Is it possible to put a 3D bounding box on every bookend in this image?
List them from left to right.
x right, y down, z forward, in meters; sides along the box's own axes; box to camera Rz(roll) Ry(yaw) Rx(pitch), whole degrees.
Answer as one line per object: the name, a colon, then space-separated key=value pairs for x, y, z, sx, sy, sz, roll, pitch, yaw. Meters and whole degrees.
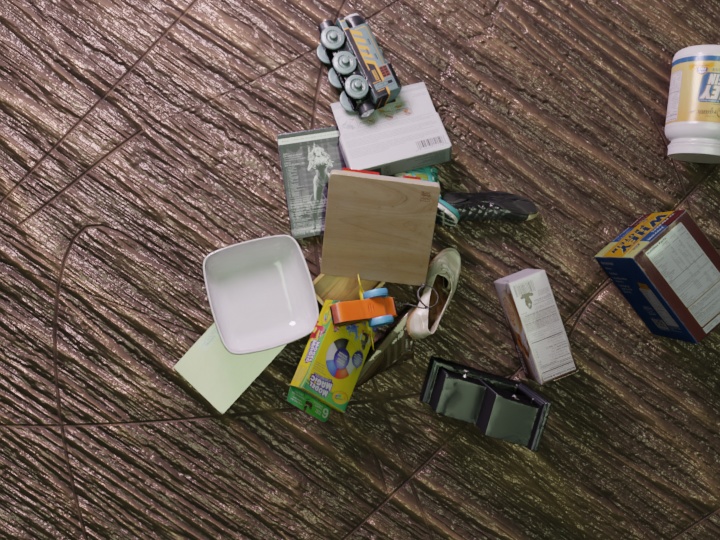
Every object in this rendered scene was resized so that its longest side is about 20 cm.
bookend: x=0.226 y=0.244 z=1.631 sx=0.197 sy=0.199 sz=0.094 roll=16 pitch=92 yaw=-4

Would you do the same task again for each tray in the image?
tray: x=0.000 y=0.000 z=1.690 sx=0.200 sy=0.037 sz=0.099 roll=-43 pitch=94 yaw=-2

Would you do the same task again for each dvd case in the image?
dvd case: x=-0.075 y=-0.171 z=1.690 sx=0.146 sy=0.016 sz=0.204 roll=-9 pitch=92 yaw=-4

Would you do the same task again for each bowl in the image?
bowl: x=-0.189 y=0.049 z=1.634 sx=0.197 sy=0.075 sz=0.203 roll=-15 pitch=83 yaw=-19

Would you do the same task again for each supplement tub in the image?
supplement tub: x=0.663 y=-0.316 z=1.681 sx=0.142 sy=0.145 sz=0.204 roll=6 pitch=91 yaw=-5

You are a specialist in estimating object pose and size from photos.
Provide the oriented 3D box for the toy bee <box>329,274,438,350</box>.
toy bee: x=0.029 y=0.082 z=1.606 sx=0.197 sy=0.109 sz=0.133 roll=14 pitch=71 yaw=-17

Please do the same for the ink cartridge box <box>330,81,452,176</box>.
ink cartridge box: x=0.055 y=-0.263 z=1.667 sx=0.197 sy=0.044 sz=0.176 roll=-14 pitch=56 yaw=-6

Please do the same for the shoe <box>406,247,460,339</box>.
shoe: x=0.151 y=0.042 z=1.666 sx=0.070 sy=0.053 sz=0.202 roll=35 pitch=65 yaw=-20

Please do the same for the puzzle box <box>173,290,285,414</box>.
puzzle box: x=-0.243 y=0.156 z=1.679 sx=0.133 sy=0.025 sz=0.200 roll=44 pitch=88 yaw=-4

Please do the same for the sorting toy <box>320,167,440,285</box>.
sorting toy: x=0.034 y=-0.086 z=1.605 sx=0.196 sy=0.070 sz=0.202 roll=7 pitch=118 yaw=-1

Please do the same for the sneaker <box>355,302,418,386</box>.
sneaker: x=0.063 y=0.158 z=1.682 sx=0.075 sy=0.070 sz=0.200 roll=42 pitch=89 yaw=-9

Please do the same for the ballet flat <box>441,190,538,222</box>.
ballet flat: x=0.247 y=-0.118 z=1.706 sx=0.196 sy=0.067 sz=0.057 roll=3 pitch=130 yaw=-3

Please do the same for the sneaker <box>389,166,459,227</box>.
sneaker: x=0.120 y=-0.164 z=1.660 sx=0.079 sy=0.078 sz=0.200 roll=-40 pitch=73 yaw=-13

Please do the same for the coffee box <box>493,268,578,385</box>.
coffee box: x=0.334 y=0.105 z=1.681 sx=0.079 sy=0.114 sz=0.203 roll=-19 pitch=94 yaw=-4

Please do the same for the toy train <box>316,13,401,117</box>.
toy train: x=-0.005 y=-0.390 z=1.655 sx=0.113 sy=0.085 sz=0.202 roll=-23 pitch=80 yaw=-16

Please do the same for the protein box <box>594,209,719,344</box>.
protein box: x=0.582 y=0.010 z=1.654 sx=0.134 sy=0.199 sz=0.201 roll=-39 pitch=94 yaw=-3

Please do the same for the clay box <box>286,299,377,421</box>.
clay box: x=-0.052 y=0.171 z=1.620 sx=0.114 sy=0.047 sz=0.203 roll=35 pitch=68 yaw=-36
